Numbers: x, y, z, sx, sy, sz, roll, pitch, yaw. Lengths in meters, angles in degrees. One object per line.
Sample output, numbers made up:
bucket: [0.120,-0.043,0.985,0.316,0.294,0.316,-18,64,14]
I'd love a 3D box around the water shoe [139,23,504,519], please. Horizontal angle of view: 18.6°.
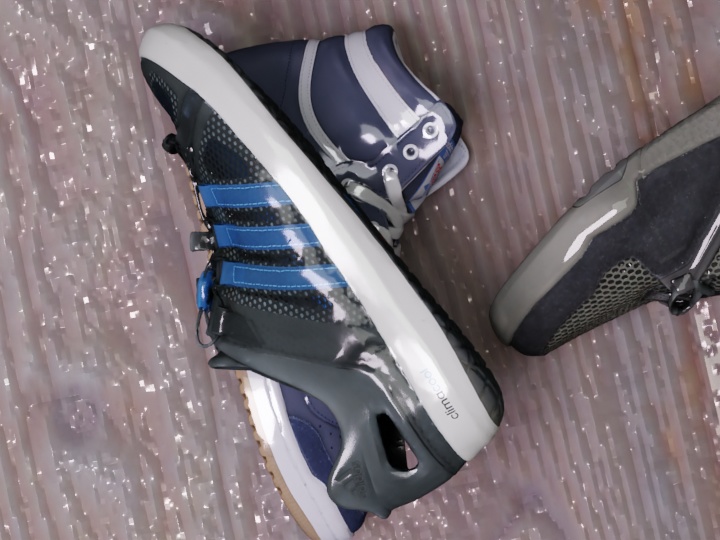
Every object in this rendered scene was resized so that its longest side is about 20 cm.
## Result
water shoe: [-0.034,-0.001,0.791,0.079,0.071,0.200,-39,74,3]

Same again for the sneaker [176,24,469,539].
sneaker: [0.000,0.000,0.858,0.108,0.070,0.201,-16,82,4]

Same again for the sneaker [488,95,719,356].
sneaker: [0.151,-0.006,0.845,0.199,0.076,0.114,-32,78,-5]
